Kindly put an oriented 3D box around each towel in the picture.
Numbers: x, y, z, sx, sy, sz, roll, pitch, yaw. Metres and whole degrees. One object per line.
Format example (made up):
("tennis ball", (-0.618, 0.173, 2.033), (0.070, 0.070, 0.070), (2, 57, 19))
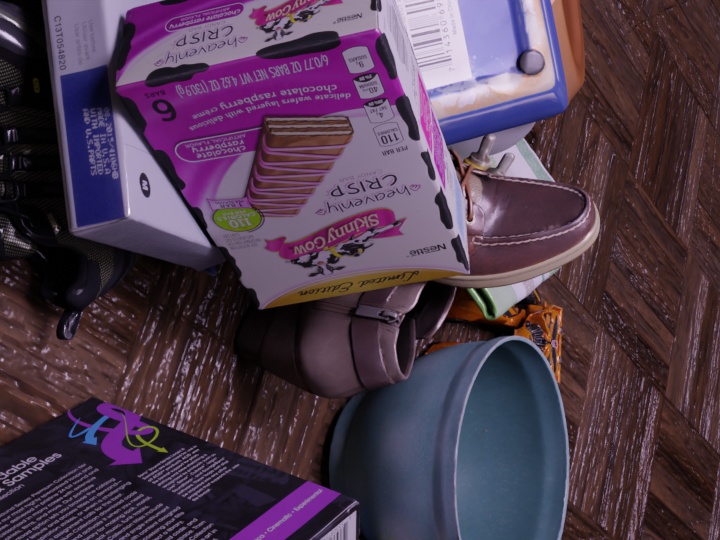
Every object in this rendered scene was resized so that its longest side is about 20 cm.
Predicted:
("towel", (0.121, -0.053, 1.024), (0.149, 0.031, 0.200), (52, 38, 3))

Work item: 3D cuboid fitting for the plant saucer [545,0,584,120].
("plant saucer", (0.142, -0.217, 0.895), (0.200, 0.037, 0.201), (-8, 90, -72))

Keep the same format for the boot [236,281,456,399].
("boot", (0.000, 0.000, 0.819), (0.070, 0.146, 0.201), (47, 53, -45))

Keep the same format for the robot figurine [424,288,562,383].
("robot figurine", (0.124, 0.062, 1.052), (0.200, 0.058, 0.146), (12, 78, -51))

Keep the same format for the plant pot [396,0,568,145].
("plant pot", (0.017, -0.166, 0.762), (0.199, 0.180, 0.201), (-15, 101, -14))

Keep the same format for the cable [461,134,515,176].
("cable", (0.055, -0.002, 0.863), (0.050, 0.201, 0.097), (17, 35, -13))

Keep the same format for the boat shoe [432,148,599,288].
("boat shoe", (0.051, -0.038, 0.744), (0.072, 0.199, 0.072), (76, 17, -49))

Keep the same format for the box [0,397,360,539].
("box", (-0.121, 0.133, 0.610), (0.143, 0.199, 0.036), (-29, 127, -49))

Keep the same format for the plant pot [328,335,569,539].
("plant pot", (0.061, 0.150, 0.898), (0.200, 0.134, 0.201), (4, 85, -58))

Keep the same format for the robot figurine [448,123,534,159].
("robot figurine", (0.080, -0.192, 0.962), (0.150, 0.124, 0.201), (-19, 102, -49))

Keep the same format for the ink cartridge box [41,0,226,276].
("ink cartridge box", (-0.116, -0.105, 0.677), (0.200, 0.040, 0.201), (24, 56, -75))

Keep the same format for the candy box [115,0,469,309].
("candy box", (-0.027, -0.064, 0.634), (0.200, 0.136, 0.061), (62, 23, -51))

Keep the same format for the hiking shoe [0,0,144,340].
("hiking shoe", (-0.185, -0.057, 0.636), (0.200, 0.075, 0.101), (59, 41, -33))
